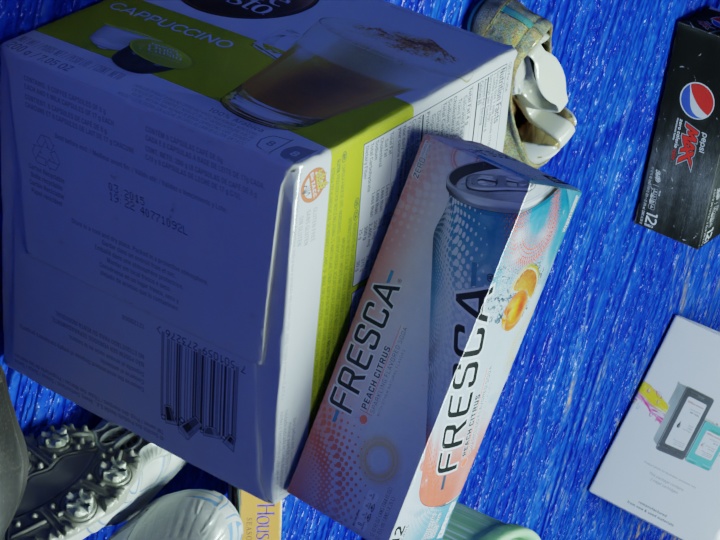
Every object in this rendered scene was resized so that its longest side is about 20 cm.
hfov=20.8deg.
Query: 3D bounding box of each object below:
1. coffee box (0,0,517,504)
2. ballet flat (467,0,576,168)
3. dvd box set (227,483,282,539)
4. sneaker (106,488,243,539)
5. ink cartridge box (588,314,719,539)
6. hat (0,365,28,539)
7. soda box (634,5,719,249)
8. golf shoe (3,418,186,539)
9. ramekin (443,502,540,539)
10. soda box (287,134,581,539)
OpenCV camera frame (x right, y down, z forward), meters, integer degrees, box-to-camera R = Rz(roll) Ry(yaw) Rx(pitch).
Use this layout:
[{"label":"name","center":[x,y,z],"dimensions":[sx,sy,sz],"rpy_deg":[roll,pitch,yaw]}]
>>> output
[{"label":"coffee box","center":[-0.057,-0.034,1.059],"dimensions":[0.197,0.199,0.201],"rpy_deg":[-32,137,-45]},{"label":"ballet flat","center":[0.126,-0.123,1.439],"dimensions":[0.071,0.070,0.200],"rpy_deg":[-53,150,-20]},{"label":"dvd box set","center":[-0.068,0.115,1.247],"dimensions":[0.147,0.029,0.201],"rpy_deg":[-100,-169,-53]},{"label":"sneaker","center":[-0.152,0.203,1.171],"dimensions":[0.200,0.072,0.072],"rpy_deg":[-36,168,6]},{"label":"ink cartridge box","center":[0.355,0.175,1.978],"dimensions":[0.201,0.146,0.147],"rpy_deg":[-63,151,-3]},{"label":"hat","center":[-0.252,0.124,0.982],"dimensions":[0.200,0.080,0.202],"rpy_deg":[12,90,-69]},{"label":"soda box","center":[0.304,-0.125,1.733],"dimensions":[0.063,0.071,0.201],"rpy_deg":[-30,136,-48]},{"label":"golf shoe","center":[-0.156,0.131,1.160],"dimensions":[0.200,0.078,0.098],"rpy_deg":[-36,147,-40]},{"label":"ramekin","center":[0.058,0.283,1.612],"dimensions":[0.200,0.097,0.201],"rpy_deg":[-39,143,-38]},{"label":"soda box","center":[0.036,0.037,0.986],"dimensions":[0.063,0.068,0.201],"rpy_deg":[2,111,-59]}]
